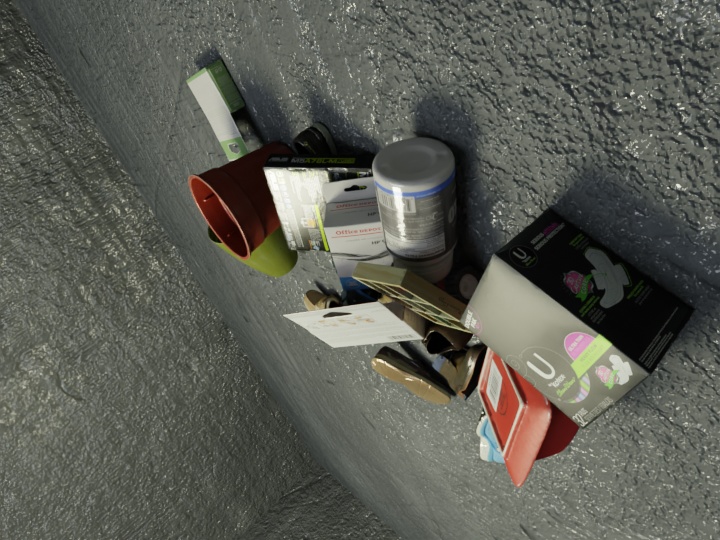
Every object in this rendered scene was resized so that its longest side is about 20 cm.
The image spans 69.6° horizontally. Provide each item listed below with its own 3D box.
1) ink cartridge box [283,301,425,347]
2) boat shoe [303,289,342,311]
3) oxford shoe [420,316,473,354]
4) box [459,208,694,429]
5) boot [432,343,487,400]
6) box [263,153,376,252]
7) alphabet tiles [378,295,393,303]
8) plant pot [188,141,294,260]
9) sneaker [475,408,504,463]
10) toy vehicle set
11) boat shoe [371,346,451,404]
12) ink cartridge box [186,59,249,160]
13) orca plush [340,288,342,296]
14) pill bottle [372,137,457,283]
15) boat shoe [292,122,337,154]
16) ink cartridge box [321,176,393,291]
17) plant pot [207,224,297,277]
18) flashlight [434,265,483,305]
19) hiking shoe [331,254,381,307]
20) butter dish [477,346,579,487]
[{"bbox_3d":[-0.009,0.085,0.928,0.199,0.044,0.174,-10,148,29],"label":"ink cartridge box"},{"bbox_3d":[-0.075,0.100,1.362,0.200,0.074,0.069,35,140,30],"label":"boat shoe"},{"bbox_3d":[0.133,0.112,0.972,0.073,0.085,0.200,44,162,-14],"label":"oxford shoe"},{"bbox_3d":[0.248,0.056,0.629,0.200,0.124,0.149,42,147,22],"label":"box"},{"bbox_3d":[0.184,0.176,0.990,0.097,0.075,0.200,37,154,24],"label":"boot"},{"bbox_3d":[-0.057,-0.116,0.932,0.192,0.048,0.201,1,137,12],"label":"box"},{"bbox_3d":[0.039,0.036,1.077,0.167,0.006,0.201,57,162,34],"label":"alphabet tiles"},{"bbox_3d":[-0.219,-0.160,1.088,0.201,0.195,0.201,40,154,24],"label":"plant pot"},{"bbox_3d":[0.288,0.323,1.041,0.089,0.079,0.201,11,140,29],"label":"sneaker"},{"bbox_3d":[0.098,0.045,0.805,0.199,0.027,0.124,30,169,-31],"label":"toy vehicle set"},{"bbox_3d":[0.124,0.237,1.195,0.199,0.065,0.072,26,141,11],"label":"boat shoe"},{"bbox_3d":[-0.300,-0.348,1.152,0.145,0.048,0.201,12,135,55],"label":"ink cartridge box"},{"bbox_3d":[-0.001,0.079,1.141,0.071,0.105,0.200,37,169,-15],"label":"orca plush"},{"bbox_3d":[0.085,-0.080,0.761,0.114,0.114,0.201,33,150,36],"label":"pill bottle"},{"bbox_3d":[-0.063,-0.168,0.964,0.072,0.060,0.202,16,138,52],"label":"boat shoe"},{"bbox_3d":[0.005,-0.058,0.889,0.115,0.068,0.201,-6,136,9],"label":"ink cartridge box"},{"bbox_3d":[-0.246,-0.079,1.309,0.187,0.187,0.200,26,160,44],"label":"plant pot"},{"bbox_3d":[0.132,0.029,0.894,0.068,0.068,0.200,20,168,-22],"label":"flashlight"},{"bbox_3d":[0.000,0.000,1.038,0.074,0.087,0.201,26,-143,-40],"label":"hiking shoe"},{"bbox_3d":[0.271,0.181,0.768,0.200,0.147,0.201,-102,11,-51],"label":"butter dish"}]
